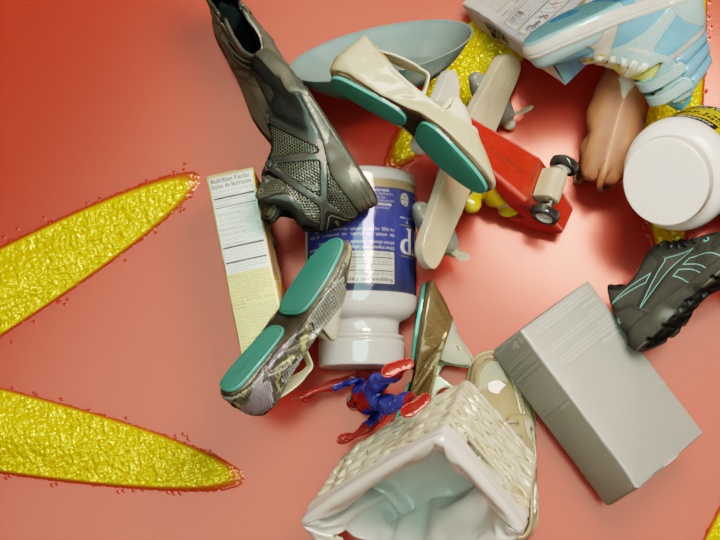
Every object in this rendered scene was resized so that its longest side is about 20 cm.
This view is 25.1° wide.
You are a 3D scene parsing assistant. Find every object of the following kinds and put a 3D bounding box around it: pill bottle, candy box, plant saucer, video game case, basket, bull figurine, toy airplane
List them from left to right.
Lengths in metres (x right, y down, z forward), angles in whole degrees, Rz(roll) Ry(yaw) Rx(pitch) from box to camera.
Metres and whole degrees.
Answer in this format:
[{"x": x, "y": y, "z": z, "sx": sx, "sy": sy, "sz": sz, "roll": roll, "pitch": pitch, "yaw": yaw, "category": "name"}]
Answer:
[{"x": -0.112, "y": 0.003, "z": 1.697, "sx": 0.055, "sy": 0.115, "sz": 0.203, "roll": -12, "pitch": 82, "yaw": 0, "category": "candy box"}, {"x": 0.000, "y": 0.000, "z": 1.691, "sx": 0.118, "sy": 0.120, "sz": 0.203, "roll": -1, "pitch": 83, "yaw": 3, "category": "pill bottle"}, {"x": 0.024, "y": -0.215, "z": 1.698, "sx": 0.198, "sy": 0.201, "sz": 0.039, "roll": -13, "pitch": 111, "yaw": 1, "category": "plant saucer"}, {"x": 0.063, "y": 0.218, "z": 1.608, "sx": 0.199, "sy": 0.124, "sz": 0.136, "roll": -34, "pitch": 105, "yaw": 30, "category": "basket"}, {"x": 0.113, "y": -0.113, "z": 1.690, "sx": 0.198, "sy": 0.141, "sz": 0.202, "roll": -17, "pitch": 87, "yaw": -28, "category": "toy airplane"}, {"x": 0.231, "y": -0.304, "z": 1.704, "sx": 0.200, "sy": 0.181, "sz": 0.046, "roll": -42, "pitch": 127, "yaw": -2, "category": "video game case"}, {"x": 0.274, "y": -0.175, "z": 1.701, "sx": 0.064, "sy": 0.121, "sz": 0.202, "roll": 22, "pitch": 84, "yaw": 5, "category": "bull figurine"}, {"x": 0.330, "y": -0.103, "z": 1.637, "sx": 0.111, "sy": 0.200, "sz": 0.114, "roll": 5, "pitch": 102, "yaw": 22, "category": "pill bottle"}]

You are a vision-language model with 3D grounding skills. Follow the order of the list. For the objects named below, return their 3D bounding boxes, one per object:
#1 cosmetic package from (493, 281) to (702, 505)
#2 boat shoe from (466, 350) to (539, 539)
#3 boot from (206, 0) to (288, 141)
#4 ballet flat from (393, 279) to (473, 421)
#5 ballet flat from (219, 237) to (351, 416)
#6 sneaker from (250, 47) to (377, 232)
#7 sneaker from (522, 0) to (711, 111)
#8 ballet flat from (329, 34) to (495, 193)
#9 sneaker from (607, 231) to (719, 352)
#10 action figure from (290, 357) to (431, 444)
[{"x": 0.244, "y": 0.127, "z": 1.667, "sx": 0.106, "sy": 0.090, "sz": 0.201, "roll": -31, "pitch": 83, "yaw": -26, "category": "cosmetic package"}, {"x": 0.151, "y": 0.182, "z": 1.687, "sx": 0.071, "sy": 0.065, "sz": 0.203, "roll": -7, "pitch": 82, "yaw": 2, "category": "boat shoe"}, {"x": -0.108, "y": -0.214, "z": 1.718, "sx": 0.067, "sy": 0.131, "sz": 0.201, "roll": -33, "pitch": 82, "yaw": -2, "category": "boot"}, {"x": 0.078, "y": 0.115, "z": 1.698, "sx": 0.071, "sy": 0.068, "sz": 0.203, "roll": 12, "pitch": 86, "yaw": 7, "category": "ballet flat"}, {"x": -0.061, "y": 0.062, "z": 1.608, "sx": 0.072, "sy": 0.072, "sz": 0.201, "roll": 35, "pitch": 75, "yaw": 6, "category": "ballet flat"}, {"x": -0.078, "y": -0.123, "z": 1.625, "sx": 0.113, "sy": 0.076, "sz": 0.201, "roll": -31, "pitch": 81, "yaw": 1, "category": "sneaker"}, {"x": 0.263, "y": -0.205, "z": 1.597, "sx": 0.198, "sy": 0.080, "sz": 0.132, "roll": -21, "pitch": 106, "yaw": -10, "category": "sneaker"}, {"x": 0.062, "y": -0.157, "z": 1.575, "sx": 0.199, "sy": 0.069, "sz": 0.070, "roll": 37, "pitch": 85, "yaw": -3, "category": "ballet flat"}, {"x": 0.326, "y": -0.005, "z": 1.608, "sx": 0.200, "sy": 0.075, "sz": 0.080, "roll": -42, "pitch": 64, "yaw": 23, "category": "sneaker"}, {"x": -0.004, "y": 0.135, "z": 1.630, "sx": 0.098, "sy": 0.200, "sz": 0.066, "roll": -24, "pitch": 88, "yaw": -13, "category": "action figure"}]
